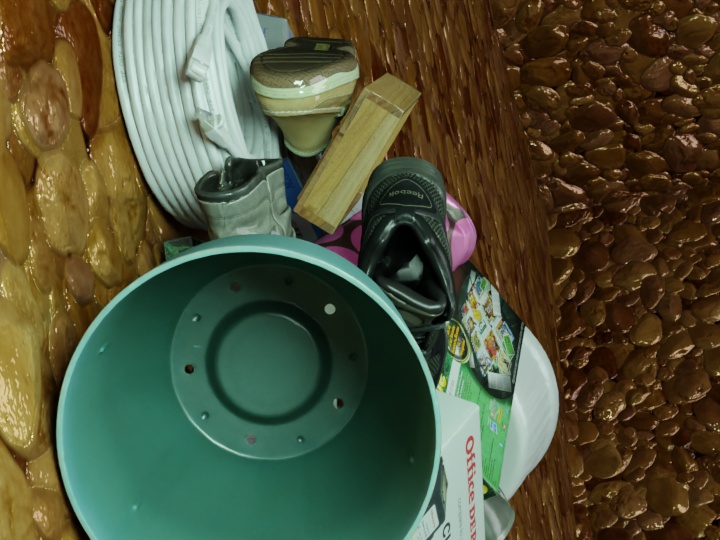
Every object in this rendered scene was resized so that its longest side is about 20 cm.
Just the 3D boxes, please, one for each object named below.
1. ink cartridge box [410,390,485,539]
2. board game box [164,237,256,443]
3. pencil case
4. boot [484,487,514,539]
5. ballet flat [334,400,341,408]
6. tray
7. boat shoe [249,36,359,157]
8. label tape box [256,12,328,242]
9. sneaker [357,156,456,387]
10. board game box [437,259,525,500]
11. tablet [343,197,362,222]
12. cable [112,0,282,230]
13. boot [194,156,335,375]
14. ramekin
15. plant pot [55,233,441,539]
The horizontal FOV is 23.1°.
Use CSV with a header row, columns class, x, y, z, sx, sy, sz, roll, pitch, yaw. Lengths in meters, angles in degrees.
class,x,y,z,sx,sy,sz,roll,pitch,yaw
ink cartridge box,0.002,0.186,1.170,0.200,0.082,0.147,-43,138,-44
board game box,-0.092,0.083,1.170,0.105,0.023,0.202,17,63,-75
pencil case,0.000,0.000,1.362,0.094,0.091,0.200,47,49,9
boot,0.049,0.141,1.412,0.201,0.072,0.182,63,14,-4
ballet flat,-0.036,0.124,1.297,0.200,0.068,0.069,-100,169,-79
tray,0.000,-0.090,1.292,0.099,0.037,0.200,-59,179,11
boat shoe,-0.034,-0.116,1.228,0.200,0.071,0.077,-52,147,-75
label tape box,-0.068,-0.127,1.406,0.144,0.063,0.201,64,20,-56
sneaker,0.027,0.033,1.231,0.115,0.076,0.201,-83,177,-56
board game box,0.085,0.078,1.408,0.105,0.023,0.201,50,33,-25
tablet,0.018,-0.033,1.539,0.130,0.014,0.200,24,23,-35
cable,-0.106,-0.122,1.203,0.201,0.069,0.201,68,15,-49
boot,-0.052,-0.012,1.143,0.200,0.067,0.132,-32,119,-74
ramekin,0.068,0.128,1.544,0.098,0.199,0.202,-49,128,-66
plant pot,-0.057,0.070,0.981,0.161,0.199,0.202,-89,167,-79
